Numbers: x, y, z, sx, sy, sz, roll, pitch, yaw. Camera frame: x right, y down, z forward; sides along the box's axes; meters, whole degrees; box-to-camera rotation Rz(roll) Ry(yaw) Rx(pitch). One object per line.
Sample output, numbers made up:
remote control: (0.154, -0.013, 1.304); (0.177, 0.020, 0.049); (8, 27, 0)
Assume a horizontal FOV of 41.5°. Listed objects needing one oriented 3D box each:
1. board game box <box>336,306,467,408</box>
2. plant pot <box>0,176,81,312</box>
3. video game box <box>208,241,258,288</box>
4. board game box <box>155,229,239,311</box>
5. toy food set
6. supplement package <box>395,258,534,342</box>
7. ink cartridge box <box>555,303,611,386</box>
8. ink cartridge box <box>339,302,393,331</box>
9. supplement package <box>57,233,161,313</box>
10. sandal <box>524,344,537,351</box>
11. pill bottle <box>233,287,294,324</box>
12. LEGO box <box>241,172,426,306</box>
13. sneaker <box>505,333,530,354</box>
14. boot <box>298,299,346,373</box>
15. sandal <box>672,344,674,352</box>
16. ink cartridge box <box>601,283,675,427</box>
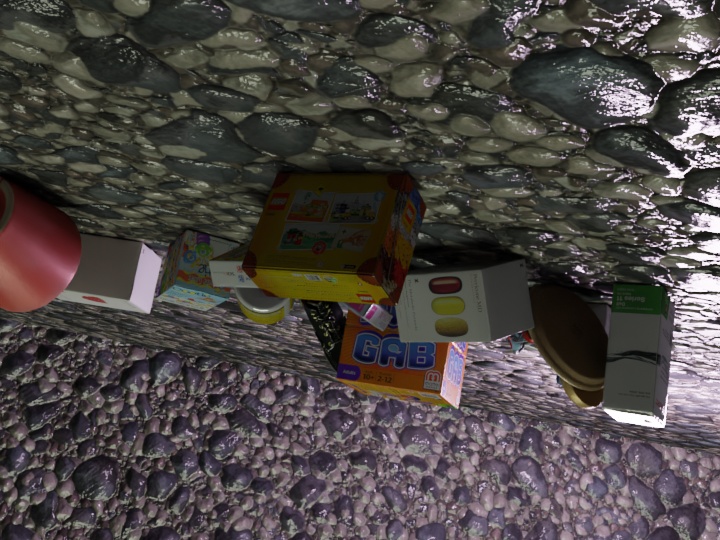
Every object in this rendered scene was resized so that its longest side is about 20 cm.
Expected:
board game box: (0.089, 0.135, 1.788); (0.197, 0.203, 0.200); (6, 167, 17)
plant pot: (-0.593, -0.057, 1.580); (0.197, 0.203, 0.178); (6, 158, 17)
video game box: (-0.091, -0.023, 1.393); (0.180, 0.048, 0.199); (-1, -163, 34)
board game box: (-0.303, 0.003, 1.757); (0.103, 0.105, 0.200); (15, 167, -19)
toy food set: (0.335, 0.110, 1.535); (0.199, 0.199, 0.049); (40, 130, -10)
supplement package: (0.158, 0.048, 1.495); (0.109, 0.116, 0.199); (-12, -176, -41)
ink cartridge box: (0.434, 0.155, 1.722); (0.083, 0.148, 0.199); (1, 164, 33)
ink cartridge box: (-0.044, 0.027, 1.623); (0.199, 0.042, 0.119); (36, 179, 24)
supplement package: (-0.517, 0.003, 1.890); (0.197, 0.122, 0.121); (8, 166, 10)
sandal: (0.294, 0.100, 1.776); (0.204, 0.080, 0.059); (17, 170, 9)
pill bottle: (-0.177, 0.038, 1.782); (0.112, 0.116, 0.200); (11, 167, -2)
LEGO box: (-0.034, -0.043, 1.214); (0.197, 0.151, 0.077); (4, 151, 29)
sneaker: (0.270, 0.095, 1.659); (0.198, 0.097, 0.079); (20, 179, 28)
boot: (-0.064, 0.108, 1.859); (0.073, 0.206, 0.154); (-25, 157, 3)
sandal: (0.517, 0.156, 1.876); (0.201, 0.051, 0.082); (-1, 163, 42)
ink cartridge box: (0.445, 0.138, 1.515); (0.082, 0.203, 0.146); (3, 165, 26)
